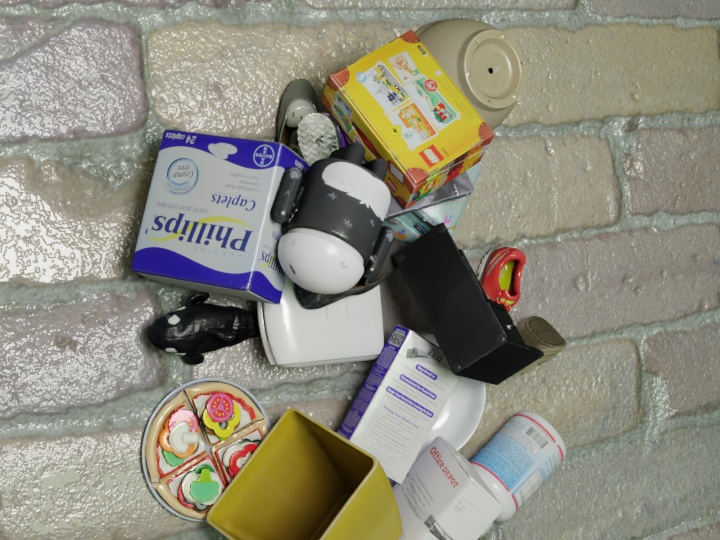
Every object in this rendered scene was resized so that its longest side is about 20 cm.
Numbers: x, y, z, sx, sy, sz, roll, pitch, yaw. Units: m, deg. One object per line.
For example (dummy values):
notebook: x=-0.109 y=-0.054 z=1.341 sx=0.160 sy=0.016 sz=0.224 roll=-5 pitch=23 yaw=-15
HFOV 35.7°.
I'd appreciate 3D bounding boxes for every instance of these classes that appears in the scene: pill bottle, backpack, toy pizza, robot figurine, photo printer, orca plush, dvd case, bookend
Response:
pill bottle: x=0.228 y=0.325 z=1.780 sx=0.200 sy=0.108 sz=0.109 roll=-40 pitch=107 yaw=-24
backpack: x=0.071 y=-0.138 z=1.682 sx=0.199 sy=0.153 sz=0.177 roll=32 pitch=66 yaw=-10
toy pizza: x=-0.211 y=0.253 z=1.581 sx=0.198 sy=0.032 sz=0.203 roll=1 pitch=88 yaw=-29
robot figurine: x=-0.034 y=-0.067 z=1.485 sx=0.148 sy=0.125 sz=0.202 roll=17 pitch=70 yaw=10
photo printer: x=-0.062 y=0.055 z=1.631 sx=0.198 sy=0.069 sz=0.169 roll=-2 pitch=86 yaw=-38
orca plush: x=-0.193 y=0.096 z=1.562 sx=0.199 sy=0.071 sz=0.106 roll=19 pitch=96 yaw=-40
dvd case: x=0.060 y=-0.179 z=1.598 sx=0.147 sy=0.016 sz=0.202 roll=-17 pitch=71 yaw=-15
bookend: x=0.163 y=0.055 z=1.658 sx=0.200 sy=0.092 sz=0.200 roll=23 pitch=37 yaw=-63

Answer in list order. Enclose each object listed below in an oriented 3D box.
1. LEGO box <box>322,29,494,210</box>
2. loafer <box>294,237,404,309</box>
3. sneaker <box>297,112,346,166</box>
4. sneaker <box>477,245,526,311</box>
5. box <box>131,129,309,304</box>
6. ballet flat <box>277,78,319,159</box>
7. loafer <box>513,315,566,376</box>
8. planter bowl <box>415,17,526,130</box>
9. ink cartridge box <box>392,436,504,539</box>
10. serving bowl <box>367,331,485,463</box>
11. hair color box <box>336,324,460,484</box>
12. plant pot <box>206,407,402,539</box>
LEGO box: x=0.066 y=-0.212 z=1.561 sx=0.148 sy=0.077 sz=0.201 roll=-32 pitch=77 yaw=-21
loafer: x=0.000 y=0.000 z=1.598 sx=0.199 sy=0.072 sz=0.074 roll=-31 pitch=99 yaw=-39
sneaker: x=-0.040 y=-0.128 z=1.610 sx=0.069 sy=0.100 sz=0.203 roll=-2 pitch=101 yaw=13
sneaker: x=0.213 y=0.054 z=1.793 sx=0.076 sy=0.085 sz=0.203 roll=21 pitch=79 yaw=-26
box: x=-0.187 y=-0.072 z=1.509 sx=0.105 sy=0.181 sz=0.203 roll=32 pitch=69 yaw=-68
ballet flat: x=-0.091 y=-0.188 z=1.642 sx=0.067 sy=0.063 sz=0.203 roll=17 pitch=80 yaw=-26
loafer: x=0.265 y=0.126 z=1.816 sx=0.199 sy=0.068 sz=0.076 roll=-6 pitch=51 yaw=-53
planter bowl: x=0.175 y=-0.305 z=1.755 sx=0.198 sy=0.134 sz=0.203 roll=1 pitch=87 yaw=-29
ink cartridge box: x=0.099 y=0.367 z=1.648 sx=0.084 sy=0.146 sz=0.200 roll=40 pitch=95 yaw=-25
serving bowl: x=0.092 y=0.190 z=1.724 sx=0.197 sy=0.066 sz=0.203 roll=-2 pitch=96 yaw=-20
hair color box: x=0.056 y=0.195 z=1.643 sx=0.109 sy=0.065 sz=0.202 roll=32 pitch=86 yaw=-19
plant pot: x=-0.057 y=0.349 z=1.571 sx=0.201 sy=0.199 sz=0.177 roll=-52 pitch=133 yaw=-15
